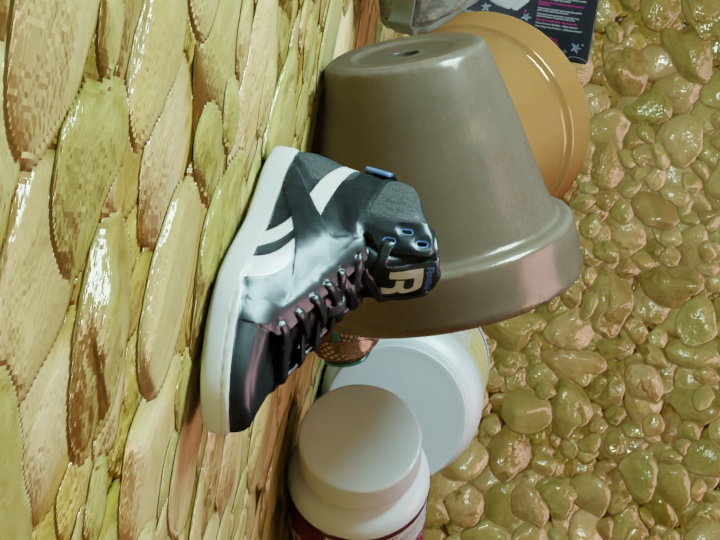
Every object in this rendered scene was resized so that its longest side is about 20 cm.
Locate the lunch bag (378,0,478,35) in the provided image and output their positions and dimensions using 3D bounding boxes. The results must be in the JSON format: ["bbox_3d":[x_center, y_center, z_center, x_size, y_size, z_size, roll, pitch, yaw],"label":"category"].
[{"bbox_3d":[0.070,-0.296,1.291,0.164,0.117,0.201,96,12,-55],"label":"lunch bag"}]

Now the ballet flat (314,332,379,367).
[{"bbox_3d":[0.000,0.000,1.342,0.200,0.070,0.066,-79,162,-61],"label":"ballet flat"}]

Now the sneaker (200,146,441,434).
[{"bbox_3d":[-0.015,0.009,0.911,0.073,0.111,0.201,93,8,-46],"label":"sneaker"}]

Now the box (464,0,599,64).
[{"bbox_3d":[0.197,-0.347,2.094,0.132,0.198,0.115,-72,171,-60],"label":"box"}]

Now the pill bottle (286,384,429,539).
[{"bbox_3d":[-0.003,0.185,1.361,0.201,0.113,0.115,92,9,-53],"label":"pill bottle"}]

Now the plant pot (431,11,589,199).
[{"bbox_3d":[0.087,-0.115,1.488,0.140,0.199,0.201,-39,141,-57],"label":"plant pot"}]

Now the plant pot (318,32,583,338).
[{"bbox_3d":[0.047,-0.068,1.172,0.200,0.199,0.176,-66,148,-70],"label":"plant pot"}]

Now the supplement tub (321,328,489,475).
[{"bbox_3d":[0.042,0.103,1.528,0.200,0.144,0.147,-57,156,-77],"label":"supplement tub"}]
